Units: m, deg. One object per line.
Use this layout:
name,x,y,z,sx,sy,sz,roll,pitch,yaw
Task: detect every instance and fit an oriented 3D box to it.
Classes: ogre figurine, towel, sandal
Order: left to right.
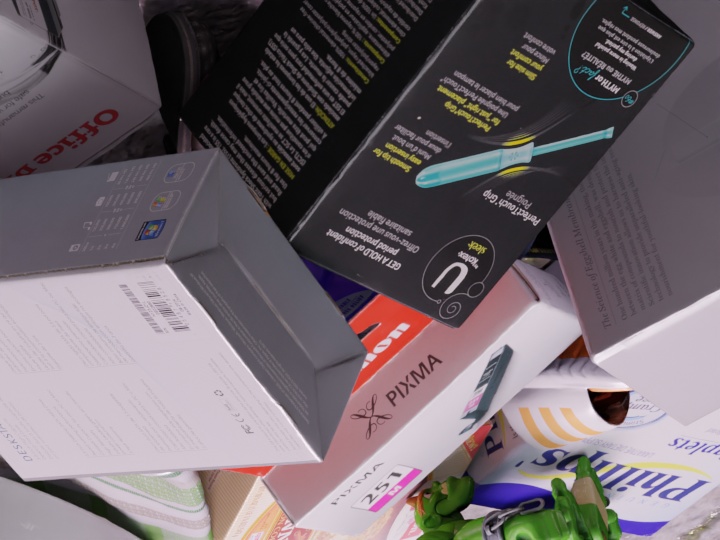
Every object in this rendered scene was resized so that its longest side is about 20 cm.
towel,-0.161,0.116,1.617,0.149,0.031,0.200,19,161,10
ogre figurine,0.092,0.174,1.772,0.119,0.098,0.200,-18,-169,14
sandal,0.109,0.078,1.728,0.206,0.059,0.079,-4,-166,39

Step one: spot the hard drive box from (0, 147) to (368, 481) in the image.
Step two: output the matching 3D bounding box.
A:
hard drive box,-0.123,0.027,1.414,0.199,0.077,0.156,-6,135,34

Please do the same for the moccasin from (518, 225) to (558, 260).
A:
moccasin,0.082,-0.035,1.633,0.200,0.068,0.080,-4,157,-47

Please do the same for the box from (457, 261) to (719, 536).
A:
box,0.178,0.075,1.852,0.183,0.105,0.200,14,138,-37

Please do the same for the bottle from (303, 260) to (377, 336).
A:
bottle,0.000,0.000,1.700,0.199,0.066,0.083,13,143,-37

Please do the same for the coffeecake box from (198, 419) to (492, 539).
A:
coffeecake box,-0.036,0.141,1.789,0.200,0.073,0.154,-9,139,-42

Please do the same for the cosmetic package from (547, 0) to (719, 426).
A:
cosmetic package,0.212,-0.055,1.580,0.200,0.200,0.123,-28,145,20

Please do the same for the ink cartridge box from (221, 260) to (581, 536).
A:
ink cartridge box,0.023,0.070,1.613,0.200,0.044,0.173,-43,159,12

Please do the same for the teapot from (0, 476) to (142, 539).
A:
teapot,-0.217,0.212,1.695,0.197,0.147,0.200,26,164,-21

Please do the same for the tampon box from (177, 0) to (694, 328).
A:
tampon box,0.037,-0.099,1.452,0.150,0.126,0.200,26,108,-46

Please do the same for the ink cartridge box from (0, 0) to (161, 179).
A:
ink cartridge box,-0.221,-0.112,1.421,0.144,0.084,0.200,-31,144,25

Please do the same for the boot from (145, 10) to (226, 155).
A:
boot,-0.025,-0.099,1.555,0.173,0.069,0.200,-18,152,-6
